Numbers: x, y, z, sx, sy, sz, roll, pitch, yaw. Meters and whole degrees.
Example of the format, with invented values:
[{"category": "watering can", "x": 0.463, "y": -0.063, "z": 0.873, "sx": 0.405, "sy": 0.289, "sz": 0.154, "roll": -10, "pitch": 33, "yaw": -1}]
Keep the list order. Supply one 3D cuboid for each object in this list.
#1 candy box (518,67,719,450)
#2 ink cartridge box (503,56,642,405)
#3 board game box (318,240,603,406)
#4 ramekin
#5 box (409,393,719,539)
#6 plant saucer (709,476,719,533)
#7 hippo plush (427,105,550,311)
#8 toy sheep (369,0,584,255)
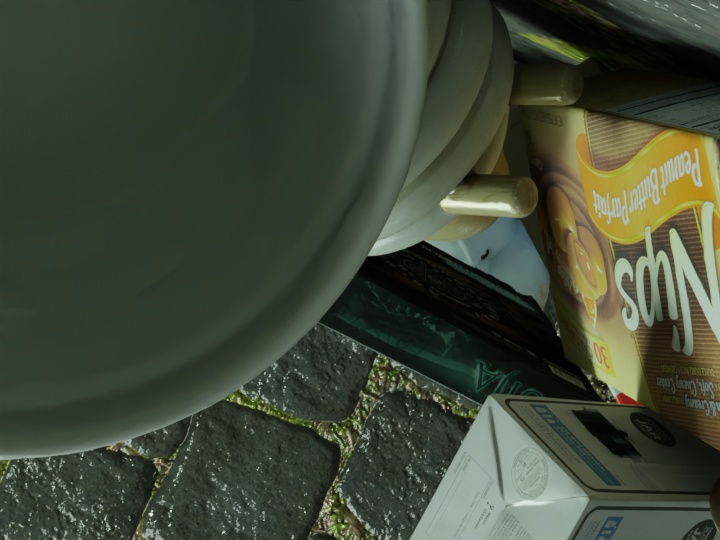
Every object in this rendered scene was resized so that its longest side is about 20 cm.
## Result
[{"category": "candy box", "x": 0.121, "y": -0.008, "z": 0.718, "sx": 0.055, "sy": 0.116, "sz": 0.200, "roll": -15, "pitch": -168, "yaw": -12}, {"category": "ink cartridge box", "x": 0.140, "y": 0.014, "z": 0.891, "sx": 0.200, "sy": 0.067, "sz": 0.116, "roll": 63, "pitch": -163, "yaw": 18}, {"category": "board game box", "x": 0.000, "y": 0.000, "z": 0.828, "sx": 0.200, "sy": 0.028, "sz": 0.135, "roll": 28, "pitch": -168, "yaw": -14}, {"category": "ramekin", "x": -0.090, "y": -0.063, "z": 0.504, "sx": 0.200, "sy": 0.200, "sz": 0.105, "roll": 25, "pitch": -168, "yaw": -21}, {"category": "box", "x": 0.109, "y": 0.114, "z": 0.756, "sx": 0.200, "sy": 0.117, "sz": 0.060, "roll": 9, "pitch": -153, "yaw": -44}, {"category": "plant saucer", "x": 0.221, "y": 0.086, "z": 0.672, "sx": 0.200, "sy": 0.035, "sz": 0.200, "roll": 8, "pitch": -165, "yaw": -2}, {"category": "hippo plush", "x": 0.055, "y": -0.044, "z": 1.038, "sx": 0.200, "sy": 0.159, "sz": 0.161, "roll": 69, "pitch": 171, "yaw": -23}, {"category": "toy sheep", "x": -0.009, "y": -0.073, "z": 0.704, "sx": 0.138, "sy": 0.138, "sz": 0.200, "roll": 30, "pitch": 168, "yaw": 49}]
